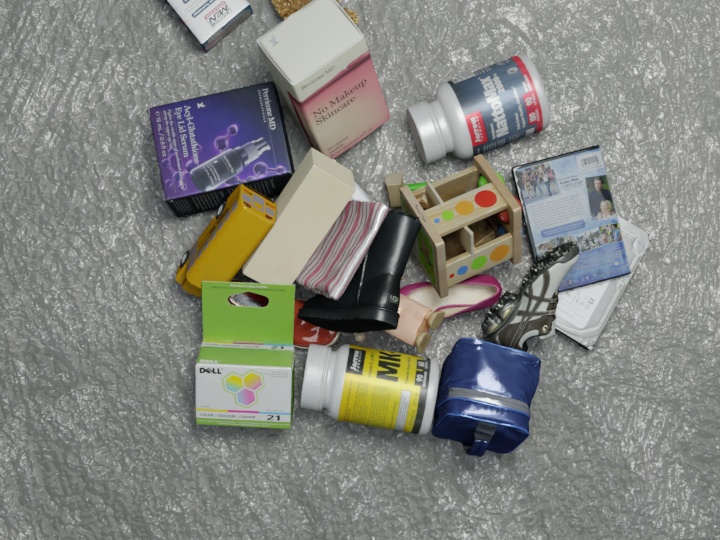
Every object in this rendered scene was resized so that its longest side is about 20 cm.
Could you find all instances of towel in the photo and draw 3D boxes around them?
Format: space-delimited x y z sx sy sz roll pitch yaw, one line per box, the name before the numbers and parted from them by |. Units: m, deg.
towel | -0.034 -0.036 1.567 0.030 0.200 0.148 29 86 -19

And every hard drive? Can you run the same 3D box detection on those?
hard drive | 0.343 0.001 1.699 0.138 0.038 0.202 31 86 0

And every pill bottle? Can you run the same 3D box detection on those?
pill bottle | 0.013 0.174 1.646 0.196 0.114 0.117 9 87 -1
pill bottle | 0.176 -0.237 1.665 0.197 0.120 0.122 -21 88 -2

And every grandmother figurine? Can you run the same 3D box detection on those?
grandmother figurine | 0.022 0.051 1.656 0.198 0.061 0.122 30 73 23

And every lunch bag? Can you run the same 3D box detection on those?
lunch bag | 0.177 0.198 1.612 0.133 0.201 0.134 14 69 2

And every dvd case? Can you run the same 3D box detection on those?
dvd case | 0.319 -0.076 1.674 0.140 0.018 0.204 -14 89 -1

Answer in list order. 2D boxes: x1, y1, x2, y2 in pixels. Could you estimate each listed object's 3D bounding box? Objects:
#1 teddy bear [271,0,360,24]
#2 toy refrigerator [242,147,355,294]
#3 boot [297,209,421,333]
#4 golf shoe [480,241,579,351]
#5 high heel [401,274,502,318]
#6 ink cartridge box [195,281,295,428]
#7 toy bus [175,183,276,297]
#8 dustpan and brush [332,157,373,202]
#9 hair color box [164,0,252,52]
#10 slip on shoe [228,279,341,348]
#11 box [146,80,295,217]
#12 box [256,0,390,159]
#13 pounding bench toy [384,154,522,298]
teddy bear | -0.074 -0.412 1.703 0.142 0.067 0.204 -3 81 -11
toy refrigerator | -0.092 -0.072 1.611 0.075 0.070 0.201 27 113 -20
boot | 0.000 0.000 1.596 0.076 0.198 0.171 26 70 -37
golf shoe | 0.270 0.044 1.633 0.094 0.078 0.200 42 121 3
high heel | 0.116 0.048 1.662 0.196 0.096 0.069 -7 88 -2
ink cartridge box | -0.170 0.124 1.624 0.145 0.076 0.203 3 116 -1
toy bus | -0.201 -0.034 1.625 0.064 0.079 0.200 28 121 -22
dustpan and brush | -0.074 -0.055 1.691 0.140 0.057 0.200 46 81 -9
hair color box | -0.265 -0.449 1.695 0.100 0.061 0.201 -38 88 -2
slip on shoe | -0.124 0.067 1.675 0.197 0.061 0.075 22 85 -1
box | -0.204 -0.181 1.654 0.196 0.104 0.151 -14 79 -1
box | -0.050 -0.277 1.609 0.127 0.201 0.109 -35 61 -5
pounding bench toy | 0.141 -0.095 1.648 0.154 0.125 0.201 -23 53 -10
